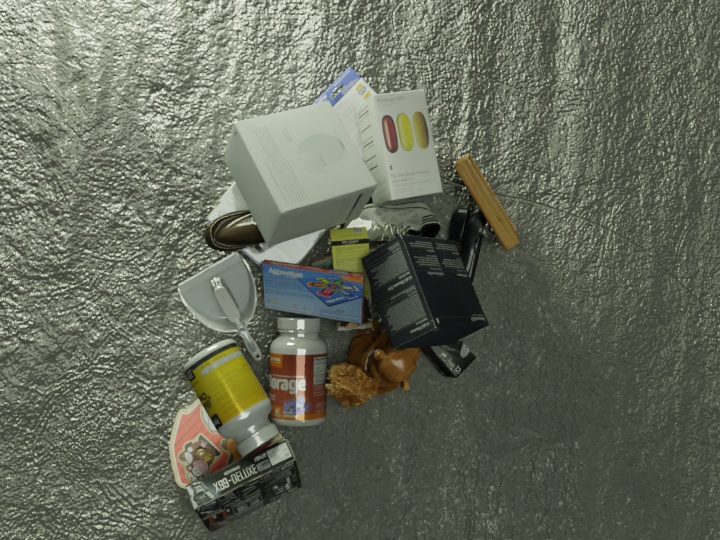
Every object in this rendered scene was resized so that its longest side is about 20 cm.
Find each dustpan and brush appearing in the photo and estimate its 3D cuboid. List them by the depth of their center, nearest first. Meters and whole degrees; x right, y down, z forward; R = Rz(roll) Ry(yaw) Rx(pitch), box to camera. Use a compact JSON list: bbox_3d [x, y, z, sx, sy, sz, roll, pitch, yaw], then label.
[{"bbox_3d":[-0.242,0.085,1.466,0.139,0.057,0.201,-30,117,-8],"label":"dustpan and brush"}]

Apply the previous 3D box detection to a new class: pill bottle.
[{"bbox_3d":[-0.234,0.237,1.418,0.112,0.112,0.201,-30,80,-13],"label":"pill bottle"},{"bbox_3d":[-0.120,0.191,1.474,0.111,0.112,0.202,1,89,-15],"label":"pill bottle"}]

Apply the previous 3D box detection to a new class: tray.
[{"bbox_3d":[0.261,-0.143,1.582,0.037,0.099,0.201,-32,98,16],"label":"tray"}]

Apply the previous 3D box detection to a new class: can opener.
[{"bbox_3d":[0.225,-0.028,1.602,0.063,0.078,0.202,6,92,-53],"label":"can opener"}]

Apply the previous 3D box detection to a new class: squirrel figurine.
[{"bbox_3d":[0.031,0.196,1.474,0.200,0.187,0.142,-37,99,-13],"label":"squirrel figurine"}]

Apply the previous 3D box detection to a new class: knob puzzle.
[{"bbox_3d":[-0.278,0.339,1.473,0.218,0.030,0.222,0,90,-15],"label":"knob puzzle"}]

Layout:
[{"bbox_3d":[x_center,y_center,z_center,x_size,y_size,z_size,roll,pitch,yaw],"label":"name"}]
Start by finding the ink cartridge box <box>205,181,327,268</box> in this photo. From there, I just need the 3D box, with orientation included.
[{"bbox_3d":[-0.167,-0.111,1.499,0.199,0.041,0.200,42,81,-10],"label":"ink cartridge box"}]

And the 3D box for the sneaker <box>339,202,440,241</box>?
[{"bbox_3d":[0.065,-0.085,1.514,0.199,0.115,0.076,-11,116,-15],"label":"sneaker"}]

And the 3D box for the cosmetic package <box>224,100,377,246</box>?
[{"bbox_3d":[-0.113,-0.178,1.396,0.199,0.123,0.200,-18,70,-30],"label":"cosmetic package"}]

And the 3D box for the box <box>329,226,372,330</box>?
[{"bbox_3d":[-0.017,0.018,1.475,0.075,0.050,0.201,-6,118,-3],"label":"box"}]

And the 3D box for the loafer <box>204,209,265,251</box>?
[{"bbox_3d":[-0.193,-0.085,1.435,0.198,0.071,0.074,-14,93,-13],"label":"loafer"}]

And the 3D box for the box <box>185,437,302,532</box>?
[{"bbox_3d":[-0.211,0.403,1.428,0.199,0.158,0.050,-24,59,-13],"label":"box"}]

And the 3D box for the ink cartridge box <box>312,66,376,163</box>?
[{"bbox_3d":[0.006,-0.296,1.547,0.200,0.042,0.119,45,78,-13],"label":"ink cartridge box"}]

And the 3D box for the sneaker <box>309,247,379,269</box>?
[{"bbox_3d":[0.000,0.000,1.528,0.198,0.071,0.081,-8,95,-11],"label":"sneaker"}]

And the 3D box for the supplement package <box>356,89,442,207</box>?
[{"bbox_3d":[0.073,-0.235,1.486,0.113,0.109,0.202,-11,90,-18],"label":"supplement package"}]

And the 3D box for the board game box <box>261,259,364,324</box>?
[{"bbox_3d":[-0.090,0.040,1.459,0.198,0.019,0.104,9,122,12],"label":"board game box"}]

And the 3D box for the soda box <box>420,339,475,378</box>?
[{"bbox_3d":[0.142,0.125,1.564,0.063,0.071,0.200,-43,100,-16],"label":"soda box"}]

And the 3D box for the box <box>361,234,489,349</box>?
[{"bbox_3d":[0.122,0.042,1.432,0.199,0.104,0.183,4,61,-52],"label":"box"}]
